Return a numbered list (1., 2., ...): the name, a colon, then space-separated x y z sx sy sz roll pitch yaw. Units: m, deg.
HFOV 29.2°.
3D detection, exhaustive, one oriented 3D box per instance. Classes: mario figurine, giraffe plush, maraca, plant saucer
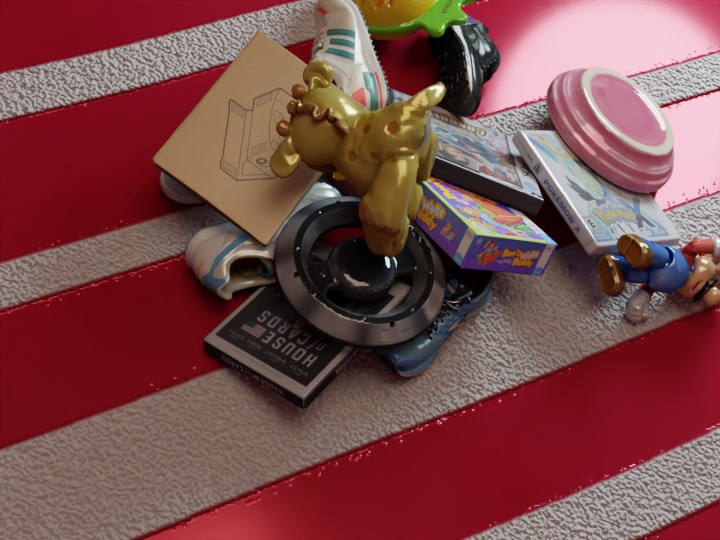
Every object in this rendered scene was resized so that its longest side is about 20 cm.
1. mario figurine: 0.390 0.010 1.677 0.198 0.123 0.107 4 85 -34
2. giraffe plush: -0.008 -0.132 1.492 0.160 0.201 0.174 18 54 8
3. maraca: 0.054 -0.359 1.815 0.198 0.107 0.138 12 59 20
4. plant saucer: 0.335 -0.193 1.798 0.199 0.051 0.202 22 42 -22

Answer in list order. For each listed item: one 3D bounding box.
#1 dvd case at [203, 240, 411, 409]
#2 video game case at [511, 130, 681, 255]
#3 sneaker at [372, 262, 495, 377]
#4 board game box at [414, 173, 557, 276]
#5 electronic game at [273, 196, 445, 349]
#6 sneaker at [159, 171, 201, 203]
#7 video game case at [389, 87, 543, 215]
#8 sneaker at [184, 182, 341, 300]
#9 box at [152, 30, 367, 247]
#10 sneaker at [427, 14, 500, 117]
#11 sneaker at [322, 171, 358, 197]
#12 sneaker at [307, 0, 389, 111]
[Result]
1. dvd case: -0.057 0.055 1.555 0.149 0.025 0.200 27 52 28
2. video game case: 0.299 -0.102 1.739 0.199 0.022 0.183 -6 57 -47
3. sneaker: 0.087 0.040 1.593 0.078 0.090 0.200 40 57 9
4. board game box: 0.120 -0.070 1.629 0.133 0.045 0.200 6 30 -40
5. electronic game: 0.000 0.000 1.541 0.197 0.042 0.202 9 53 -12
6. sneaker: -0.149 -0.164 1.635 0.199 0.131 0.080 -33 72 -30
7. video game case: 0.122 -0.150 1.699 0.198 0.026 0.181 21 26 -12
8. sneaker: -0.099 -0.032 1.592 0.199 0.077 0.081 -28 55 -19
9. box: -0.112 -0.151 1.569 0.163 0.021 0.201 36 76 7
10. sneaker: 0.151 -0.273 1.808 0.087 0.076 0.201 11 43 -19
11. sneaker: -0.017 -0.164 1.695 0.074 0.090 0.201 -19 65 -25
12. sneaker: -0.036 -0.255 1.653 0.092 0.071 0.201 -7 58 -22
